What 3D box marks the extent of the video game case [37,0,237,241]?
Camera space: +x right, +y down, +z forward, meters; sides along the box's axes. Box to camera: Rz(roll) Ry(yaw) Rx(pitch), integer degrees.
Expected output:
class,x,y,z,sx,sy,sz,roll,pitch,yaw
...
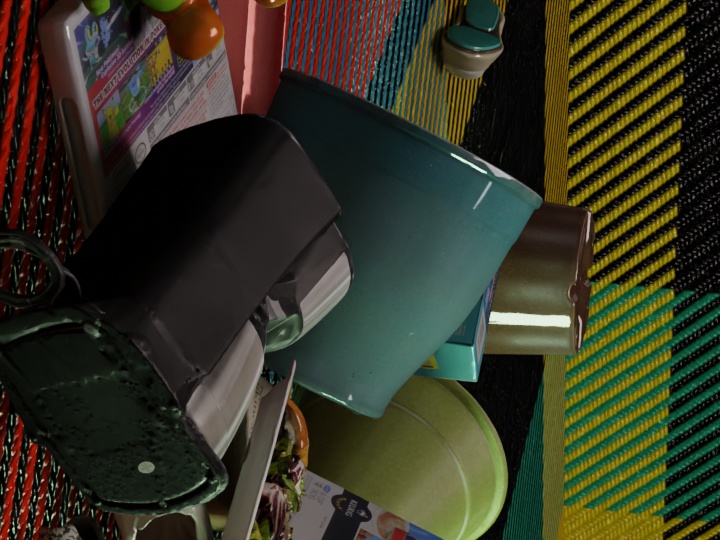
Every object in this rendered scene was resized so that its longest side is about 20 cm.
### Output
class,x,y,z,sx,sy,sz,roll,pitch,yaw
video game case,-0.129,-0.113,1.442,0.200,0.023,0.183,-59,147,-52

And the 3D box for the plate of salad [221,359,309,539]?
class,x,y,z,sx,sy,sz,roll,pitch,yaw
plate of salad,-0.059,0.155,1.501,0.200,0.048,0.201,-164,-90,-88

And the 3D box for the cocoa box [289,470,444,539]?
class,x,y,z,sx,sy,sz,roll,pitch,yaw
cocoa box,-0.035,0.276,1.735,0.200,0.131,0.133,-65,178,24

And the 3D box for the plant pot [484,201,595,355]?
class,x,y,z,sx,sy,sz,roll,pitch,yaw
plant pot,0.132,0.004,2.439,0.200,0.198,0.201,6,90,-78

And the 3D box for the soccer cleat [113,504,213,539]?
class,x,y,z,sx,sy,sz,roll,pitch,yaw
soccer cleat,-0.127,0.110,1.418,0.078,0.069,0.201,-114,-173,-70

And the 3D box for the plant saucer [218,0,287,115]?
class,x,y,z,sx,sy,sz,roll,pitch,yaw
plant saucer,-0.094,-0.131,1.658,0.200,0.037,0.201,-19,115,-78

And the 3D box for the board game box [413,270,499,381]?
class,x,y,z,sx,sy,sz,roll,pitch,yaw
board game box,0.000,0.000,1.769,0.047,0.199,0.151,81,18,-50

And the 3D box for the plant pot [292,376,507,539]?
class,x,y,z,sx,sy,sz,roll,pitch,yaw
plant pot,-0.009,0.196,1.932,0.190,0.199,0.201,-48,144,-50

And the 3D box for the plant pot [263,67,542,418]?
class,x,y,z,sx,sy,sz,roll,pitch,yaw
plant pot,-0.006,-0.009,1.632,0.188,0.200,0.200,-63,168,0

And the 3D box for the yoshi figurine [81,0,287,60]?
class,x,y,z,sx,sy,sz,roll,pitch,yaw
yoshi figurine,-0.110,-0.199,1.316,0.200,0.112,0.113,52,47,-46

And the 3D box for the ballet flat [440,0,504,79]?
class,x,y,z,sx,sy,sz,roll,pitch,yaw
ballet flat,0.124,-0.244,2.632,0.200,0.069,0.070,-58,151,-66

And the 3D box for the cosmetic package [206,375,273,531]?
class,x,y,z,sx,sy,sz,roll,pitch,yaw
cosmetic package,-0.108,0.111,1.608,0.200,0.071,0.106,52,45,-73

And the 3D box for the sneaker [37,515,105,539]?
class,x,y,z,sx,sy,sz,roll,pitch,yaw
sneaker,-0.154,0.193,1.442,0.200,0.077,0.089,59,27,-76

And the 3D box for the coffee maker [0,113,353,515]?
class,x,y,z,sx,sy,sz,roll,pitch,yaw
coffee maker,-0.103,0.002,1.318,0.200,0.134,0.193,-58,146,-44
